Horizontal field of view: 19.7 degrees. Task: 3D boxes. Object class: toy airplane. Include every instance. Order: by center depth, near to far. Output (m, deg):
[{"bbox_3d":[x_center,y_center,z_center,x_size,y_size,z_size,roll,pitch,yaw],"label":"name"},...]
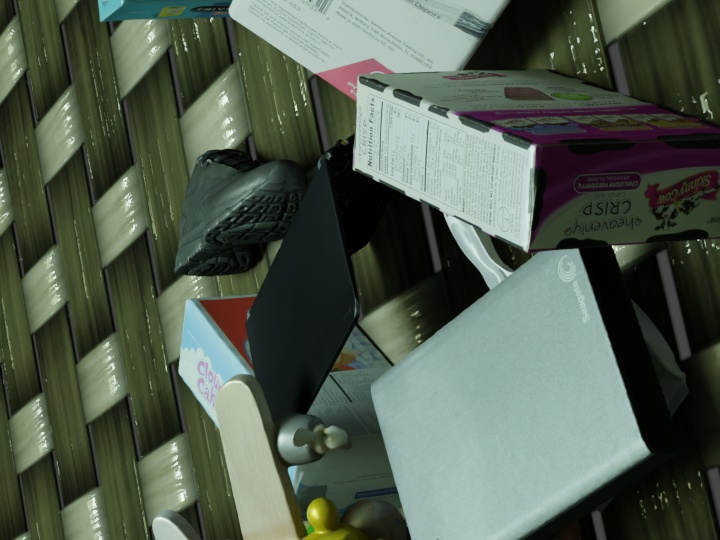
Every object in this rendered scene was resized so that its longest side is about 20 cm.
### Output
[{"bbox_3d":[-0.035,0.187,1.298,0.199,0.141,0.201,47,143,24],"label":"toy airplane"}]

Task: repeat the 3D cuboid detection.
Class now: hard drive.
[{"bbox_3d":[0.090,0.083,1.189,0.200,0.033,0.140,-40,56,42],"label":"hard drive"}]

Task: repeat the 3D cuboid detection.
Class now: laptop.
[{"bbox_3d":[0.000,0.000,1.351,0.103,0.200,0.178,44,139,14],"label":"laptop"}]

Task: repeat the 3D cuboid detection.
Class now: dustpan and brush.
[{"bbox_3d":[0.106,0.030,1.234,0.201,0.057,0.140,67,148,32],"label":"dustpan and brush"}]

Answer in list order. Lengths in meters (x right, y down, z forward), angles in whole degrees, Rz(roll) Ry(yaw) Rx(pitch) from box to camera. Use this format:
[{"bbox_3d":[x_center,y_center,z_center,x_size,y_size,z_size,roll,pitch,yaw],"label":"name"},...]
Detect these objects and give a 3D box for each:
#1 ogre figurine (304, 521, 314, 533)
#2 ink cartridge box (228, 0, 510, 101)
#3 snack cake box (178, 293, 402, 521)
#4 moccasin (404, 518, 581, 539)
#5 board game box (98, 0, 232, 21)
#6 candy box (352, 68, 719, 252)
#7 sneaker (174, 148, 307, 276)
[{"bbox_3d":[-0.042,0.249,1.533,0.200,0.098,0.121,37,110,37],"label":"ogre figurine"},{"bbox_3d":[0.026,-0.198,1.252,0.085,0.144,0.200,-59,3,-39],"label":"ink cartridge box"},{"bbox_3d":[-0.039,0.091,1.467,0.200,0.114,0.068,48,135,50],"label":"snack cake box"},{"bbox_3d":[0.088,0.176,1.290,0.201,0.077,0.074,141,135,-62],"label":"moccasin"},{"bbox_3d":[-0.086,-0.250,1.411,0.047,0.199,0.152,-19,78,62],"label":"board game box"},{"bbox_3d":[0.099,-0.065,1.151,0.200,0.135,0.061,31,121,59],"label":"candy box"},{"bbox_3d":[-0.100,-0.058,1.613,0.200,0.075,0.091,-30,62,58],"label":"sneaker"}]
